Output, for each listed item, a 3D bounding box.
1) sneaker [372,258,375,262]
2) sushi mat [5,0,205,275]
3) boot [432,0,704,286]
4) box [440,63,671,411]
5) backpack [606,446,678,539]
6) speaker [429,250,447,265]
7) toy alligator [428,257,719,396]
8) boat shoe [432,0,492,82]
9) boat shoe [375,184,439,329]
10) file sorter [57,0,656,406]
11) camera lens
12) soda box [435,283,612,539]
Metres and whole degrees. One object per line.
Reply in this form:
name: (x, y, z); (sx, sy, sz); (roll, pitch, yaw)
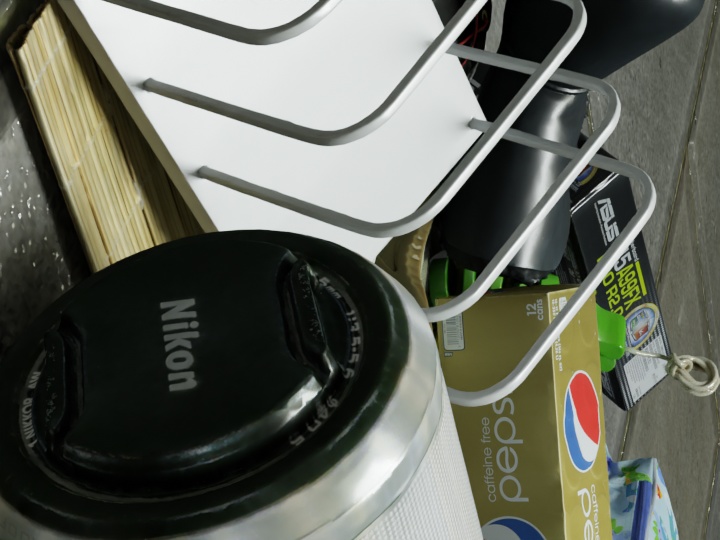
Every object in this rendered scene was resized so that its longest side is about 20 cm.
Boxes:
sneaker: (-0.047, -0.055, 0.778); (0.118, 0.073, 0.203); (-2, 105, -49)
sushi mat: (-0.088, -0.027, 0.715); (0.096, 0.012, 0.202); (-65, 148, -49)
boot: (0.099, -0.075, 0.880); (0.200, 0.076, 0.170); (-149, -107, -77)
box: (0.105, -0.027, 1.081); (0.044, 0.160, 0.201); (-38, 140, -11)
backpack: (0.123, 0.210, 1.130); (0.200, 0.145, 0.185); (-57, 140, -54)
speaker: (0.051, 0.079, 1.018); (0.201, 0.080, 0.082); (-70, 153, -45)
toy alligator: (0.101, 0.024, 0.982); (0.060, 0.198, 0.055); (-77, 176, -46)
boat shoe: (0.038, -0.130, 0.909); (0.074, 0.063, 0.201); (-56, 176, -7)
boat shoe: (0.001, 0.001, 0.908); (0.066, 0.071, 0.203); (113, -22, -56)
file sorter: (0.010, -0.069, 0.686); (0.139, 0.124, 0.201); (-49, 134, -21)
camera lens: (-0.036, 0.100, 0.640); (0.161, 0.158, 0.201); (-69, 151, -47)
soda box: (0.085, 0.110, 0.910); (0.068, 0.063, 0.203); (-7, 93, -62)
